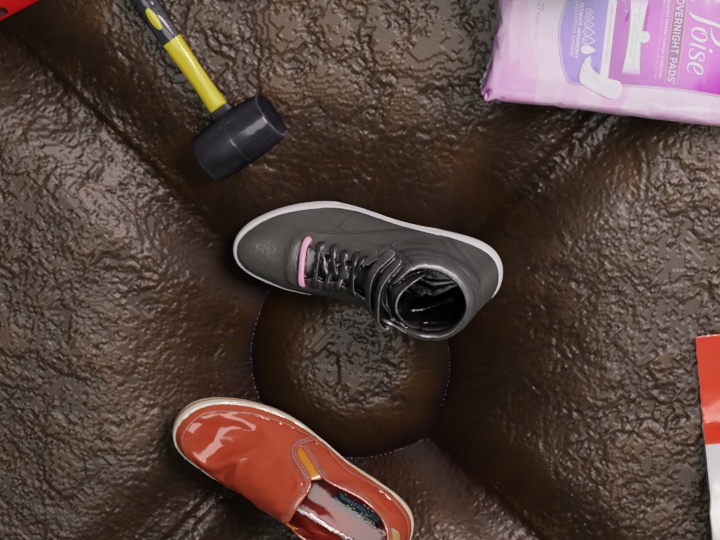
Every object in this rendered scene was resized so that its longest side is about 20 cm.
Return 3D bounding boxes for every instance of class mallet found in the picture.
[{"bbox_3d":[-0.140,-0.154,1.449,0.066,0.041,0.200,-41,91,16],"label":"mallet"}]

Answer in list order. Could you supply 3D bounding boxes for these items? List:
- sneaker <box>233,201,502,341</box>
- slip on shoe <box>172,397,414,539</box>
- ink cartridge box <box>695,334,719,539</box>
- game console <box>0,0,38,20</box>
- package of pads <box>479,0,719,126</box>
[{"bbox_3d":[0.000,0.000,1.433,0.199,0.099,0.071,9,106,6],"label":"sneaker"},{"bbox_3d":[-0.051,0.159,1.498,0.200,0.061,0.074,31,107,0],"label":"slip on shoe"},{"bbox_3d":[0.331,0.141,1.454,0.160,0.047,0.201,-5,105,8],"label":"ink cartridge box"},{"bbox_3d":[-0.325,-0.266,1.450,0.200,0.119,0.173,-25,68,12],"label":"game console"},{"bbox_3d":[0.187,-0.168,1.382,0.199,0.076,0.121,7,107,5],"label":"package of pads"}]
